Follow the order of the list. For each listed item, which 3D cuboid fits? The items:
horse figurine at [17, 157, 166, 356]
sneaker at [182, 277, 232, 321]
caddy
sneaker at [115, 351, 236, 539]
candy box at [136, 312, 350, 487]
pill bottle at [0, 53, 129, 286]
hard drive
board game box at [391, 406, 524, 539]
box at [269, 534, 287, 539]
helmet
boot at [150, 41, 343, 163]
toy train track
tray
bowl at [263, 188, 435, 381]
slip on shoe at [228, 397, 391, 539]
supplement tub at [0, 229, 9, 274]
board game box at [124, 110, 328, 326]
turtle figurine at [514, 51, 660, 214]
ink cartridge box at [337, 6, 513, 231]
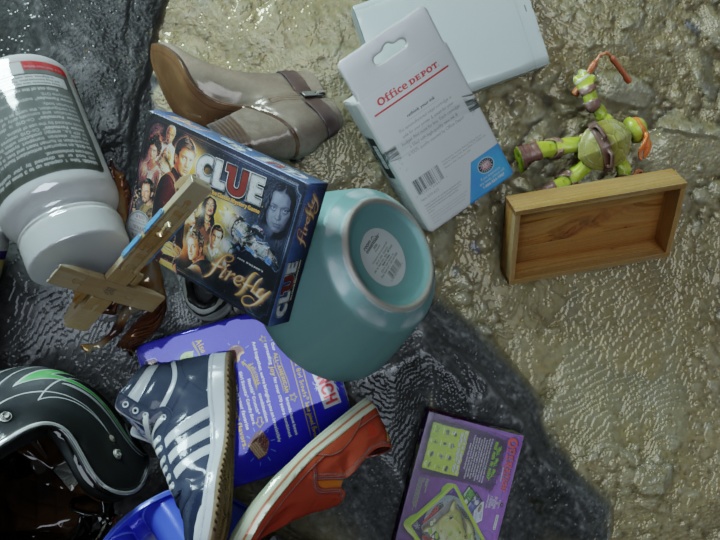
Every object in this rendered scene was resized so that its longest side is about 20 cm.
[{"bbox_3d":[-0.262,-0.003,0.767,0.132,0.050,0.201,-33,77,-22],"label":"horse figurine"},{"bbox_3d":[-0.146,-0.046,0.779,0.072,0.080,0.205,7,88,-5],"label":"sneaker"},{"bbox_3d":[-0.171,0.289,0.729,0.141,0.201,0.105,-41,53,-7],"label":"caddy"},{"bbox_3d":[-0.171,0.169,0.672,0.106,0.071,0.203,-2,51,-3],"label":"sneaker"},{"bbox_3d":[-0.116,0.132,0.785,0.196,0.077,0.173,-15,91,-5],"label":"candy box"},{"bbox_3d":[-0.304,-0.095,0.712,0.112,0.114,0.202,-25,73,-6],"label":"pill bottle"},{"bbox_3d":[0.102,-0.264,0.833,0.197,0.026,0.134,-21,93,-7],"label":"hard drive"},{"bbox_3d":[0.105,0.270,0.838,0.118,0.032,0.204,15,90,-3],"label":"board game box"},{"bbox_3d":[-0.093,0.359,0.740,0.161,0.201,0.049,-41,53,-4],"label":"box"},{"bbox_3d":[-0.317,0.186,0.696,0.190,0.200,0.201,39,86,-15],"label":"helmet"},{"bbox_3d":[-0.117,-0.187,0.780,0.144,0.071,0.201,-23,63,-29],"label":"boot"},{"bbox_3d":[-0.210,-0.020,0.677,0.200,0.114,0.033,-43,53,20],"label":"toy train track"},{"bbox_3d":[0.258,-0.049,0.825,0.196,0.037,0.100,-9,128,-6],"label":"tray"},{"bbox_3d":[0.000,0.000,0.736,0.198,0.104,0.205,17,62,-35],"label":"bowl"},{"bbox_3d":[-0.043,0.200,0.692,0.199,0.074,0.061,-35,79,-35],"label":"slip on shoe"},{"bbox_3d":[-0.437,0.040,0.710,0.143,0.145,0.204,14,89,-7],"label":"supplement tub"},{"bbox_3d":[-0.134,-0.053,0.693,0.198,0.034,0.138,26,108,25],"label":"board game box"},{"bbox_3d":[0.265,-0.127,0.832,0.159,0.064,0.203,-26,106,1],"label":"turtle figurine"},{"bbox_3d":[0.063,-0.160,0.786,0.115,0.067,0.202,-33,108,-4],"label":"ink cartridge box"}]
